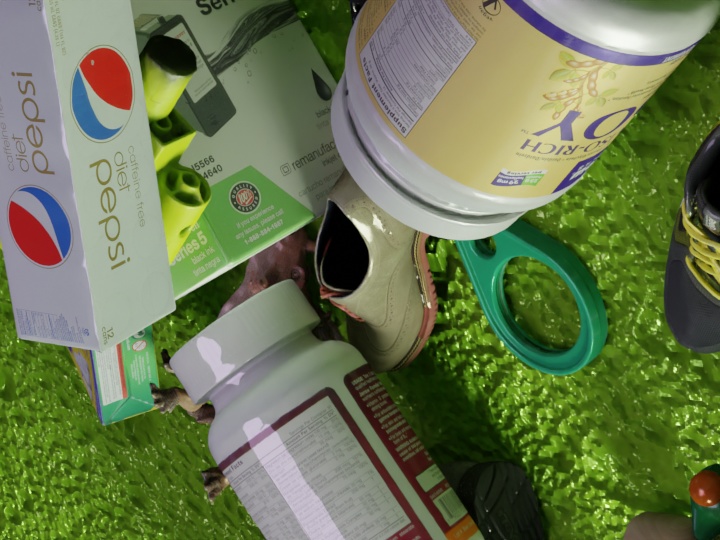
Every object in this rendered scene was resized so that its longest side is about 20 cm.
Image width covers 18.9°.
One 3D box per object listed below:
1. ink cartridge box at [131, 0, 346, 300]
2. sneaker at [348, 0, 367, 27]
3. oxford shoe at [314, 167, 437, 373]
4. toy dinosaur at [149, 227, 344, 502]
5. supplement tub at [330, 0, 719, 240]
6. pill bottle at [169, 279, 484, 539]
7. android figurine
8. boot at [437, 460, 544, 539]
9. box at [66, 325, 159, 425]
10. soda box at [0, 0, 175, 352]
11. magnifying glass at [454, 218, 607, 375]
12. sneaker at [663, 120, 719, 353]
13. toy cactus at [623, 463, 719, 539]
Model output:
[{"bbox_3d":[-0.100,-0.104,1.279,0.084,0.145,0.201,-28,93,48],"label":"ink cartridge box"},{"bbox_3d":[0.009,-0.176,1.175,0.070,0.078,0.201,25,130,33],"label":"sneaker"},{"bbox_3d":[0.000,0.000,1.282,0.070,0.075,0.201,41,150,29],"label":"oxford shoe"},{"bbox_3d":[-0.056,0.073,1.406,0.086,0.135,0.201,-103,-7,-47],"label":"toy dinosaur"},{"bbox_3d":[0.079,-0.120,1.085,0.146,0.145,0.200,50,140,10],"label":"supplement tub"},{"bbox_3d":[-0.022,0.112,1.282,0.201,0.109,0.110,56,140,5],"label":"pill bottle"},{"bbox_3d":[-0.164,-0.075,1.216,0.182,0.041,0.200,45,131,12],"label":"android figurine"},{"bbox_3d":[0.068,0.207,1.375,0.130,0.067,0.201,-2,104,52],"label":"boot"},{"bbox_3d":[-0.191,-0.008,1.450,0.118,0.048,0.201,89,159,-46],"label":"box"},{"bbox_3d":[-0.154,-0.063,1.143,0.063,0.068,0.201,8,114,34],"label":"soda box"},{"bbox_3d":[0.070,-0.025,1.255,0.200,0.022,0.080,50,140,8],"label":"magnifying glass"},{"bbox_3d":[0.185,-0.030,1.079,0.074,0.084,0.201,38,136,23],"label":"sneaker"},{"bbox_3d":[0.209,0.162,1.189,0.165,0.102,0.201,20,132,61],"label":"toy cactus"}]
